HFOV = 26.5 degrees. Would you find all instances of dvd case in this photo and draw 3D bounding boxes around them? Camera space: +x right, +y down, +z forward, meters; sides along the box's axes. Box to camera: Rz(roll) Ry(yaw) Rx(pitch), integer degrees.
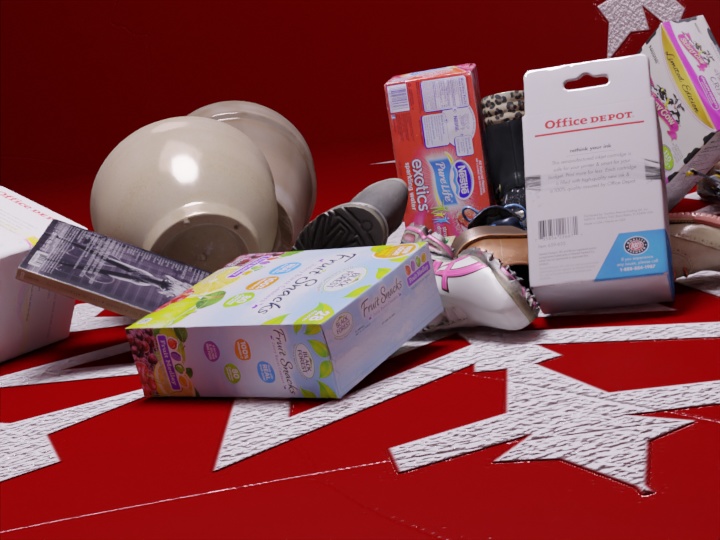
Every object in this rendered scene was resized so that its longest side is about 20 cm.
[{"bbox_3d":[-0.210,0.011,1.427,0.198,0.016,0.149,19,18,-5],"label":"dvd case"}]

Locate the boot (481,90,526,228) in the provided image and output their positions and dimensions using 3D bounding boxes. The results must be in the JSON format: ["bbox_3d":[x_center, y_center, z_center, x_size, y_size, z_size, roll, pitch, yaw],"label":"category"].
[{"bbox_3d":[0.181,-0.116,1.687,0.073,0.156,0.203,-10,-1,11],"label":"boot"}]

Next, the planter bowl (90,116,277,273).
[{"bbox_3d":[-0.173,-0.039,1.571,0.198,0.202,0.135,-11,33,-10],"label":"planter bowl"}]

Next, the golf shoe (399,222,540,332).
[{"bbox_3d":[0.075,0.026,1.289,0.092,0.073,0.199,-48,29,-12],"label":"golf shoe"}]

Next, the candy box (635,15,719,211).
[{"bbox_3d":[0.331,-0.161,1.657,0.060,0.138,0.200,-13,-22,-25],"label":"candy box"}]

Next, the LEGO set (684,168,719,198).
[{"bbox_3d":[0.424,-0.073,1.478,0.152,0.117,0.200,19,1,-24],"label":"LEGO set"}]

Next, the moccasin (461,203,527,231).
[{"bbox_3d":[0.143,-0.034,1.522,0.079,0.069,0.200,-11,7,-9],"label":"moccasin"}]

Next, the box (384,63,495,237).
[{"bbox_3d":[0.092,-0.119,1.685,0.098,0.202,0.096,-8,11,10],"label":"box"}]

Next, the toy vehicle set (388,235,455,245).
[{"bbox_3d":[0.000,0.000,1.596,0.197,0.027,0.124,-8,9,9],"label":"toy vehicle set"}]

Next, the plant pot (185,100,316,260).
[{"bbox_3d":[-0.141,-0.072,1.764,0.197,0.202,0.174,-10,27,-4],"label":"plant pot"}]

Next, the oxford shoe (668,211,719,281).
[{"bbox_3d":[0.262,-0.008,1.317,0.198,0.075,0.071,8,-23,23],"label":"oxford shoe"}]

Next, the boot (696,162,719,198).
[{"bbox_3d":[0.474,-0.111,1.752,0.164,0.073,0.200,4,9,6],"label":"boot"}]

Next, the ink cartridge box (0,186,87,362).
[{"bbox_3d":[-0.371,0.007,1.506,0.128,0.127,0.199,25,24,25],"label":"ink cartridge box"}]

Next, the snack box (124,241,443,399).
[{"bbox_3d":[-0.059,0.039,1.228,0.198,0.068,0.168,-2,21,34],"label":"snack box"}]

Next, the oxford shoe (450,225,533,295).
[{"bbox_3d":[0.184,-0.005,1.387,0.198,0.072,0.072,-10,38,-13],"label":"oxford shoe"}]

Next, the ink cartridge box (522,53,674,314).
[{"bbox_3d":[0.200,-0.073,1.288,0.114,0.202,0.067,-6,-23,16],"label":"ink cartridge box"}]

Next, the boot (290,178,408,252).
[{"bbox_3d":[0.001,-0.037,1.457,0.181,0.073,0.200,-36,-1,39],"label":"boot"}]
